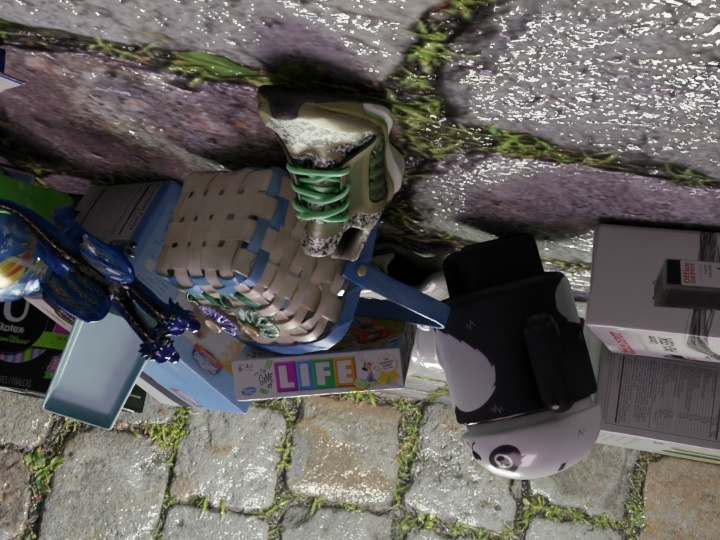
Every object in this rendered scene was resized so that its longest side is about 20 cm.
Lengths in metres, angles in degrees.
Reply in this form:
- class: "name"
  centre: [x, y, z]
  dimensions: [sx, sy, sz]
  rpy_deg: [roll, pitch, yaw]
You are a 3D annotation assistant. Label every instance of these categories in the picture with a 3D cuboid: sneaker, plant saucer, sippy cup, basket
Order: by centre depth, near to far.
- class: "sneaker"
  centre: [-0.016, -0.054, 0.681]
  dimensions: [0.076, 0.089, 0.200]
  rpy_deg: [7, 169, 17]
- class: "basket"
  centre: [-0.049, 0.000, 0.858]
  dimensions: [0.199, 0.140, 0.176]
  rpy_deg: [22, 168, -37]
- class: "sippy cup"
  centre: [-0.328, -0.035, 0.904]
  dimensions: [0.177, 0.140, 0.130]
  rpy_deg: [31, 180, 31]
- class: "plant saucer"
  centre: [-0.231, 0.084, 0.952]
  dimensions: [0.070, 0.019, 0.200]
  rpy_deg: [20, 142, -14]
- class: "sneaker"
  centre: [0.000, 0.000, 1.050]
  dimensions: [0.199, 0.075, 0.081]
  rpy_deg: [8, 153, 10]

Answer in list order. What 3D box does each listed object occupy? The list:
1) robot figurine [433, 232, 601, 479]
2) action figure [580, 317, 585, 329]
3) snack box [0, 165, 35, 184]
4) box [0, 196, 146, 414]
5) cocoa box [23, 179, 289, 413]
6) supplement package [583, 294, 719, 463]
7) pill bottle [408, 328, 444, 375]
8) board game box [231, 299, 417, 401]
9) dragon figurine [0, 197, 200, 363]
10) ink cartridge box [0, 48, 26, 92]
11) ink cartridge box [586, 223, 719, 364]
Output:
- class: "robot figurine"
  centre: [0.128, 0.074, 0.908]
  dimensions: [0.124, 0.201, 0.150]
  rpy_deg: [-16, 175, 25]
- class: "action figure"
  centre: [0.227, 0.067, 1.158]
  dimensions: [0.199, 0.149, 0.134]
  rpy_deg: [28, 152, 11]
- class: "snack box"
  centre: [-0.405, -0.077, 0.983]
  dimensions: [0.199, 0.072, 0.024]
  rpy_deg: [14, 167, -18]
- class: "box"
  centre: [-0.295, 0.034, 1.117]
  dimensions: [0.148, 0.201, 0.124]
  rpy_deg: [7, 168, 15]
- class: "cocoa box"
  centre: [-0.181, 0.027, 1.011]
  dimensions: [0.131, 0.134, 0.200]
  rpy_deg: [0, 145, 41]
- class: "supplement package"
  centre: [0.311, 0.096, 0.997]
  dimensions: [0.199, 0.152, 0.152]
  rpy_deg: [9, 169, 6]
- class: "pill bottle"
  centre: [0.015, 0.063, 1.234]
  dimensions: [0.199, 0.109, 0.109]
  rpy_deg: [5, 169, 30]
- class: "board game box"
  centre: [-0.023, 0.064, 0.926]
  dimensions: [0.134, 0.034, 0.200]
  rpy_deg: [-6, -171, 6]
- class: "dragon figurine"
  centre: [-0.207, -0.001, 0.814]
  dimensions: [0.200, 0.059, 0.099]
  rpy_deg: [39, -177, -36]
- class: "ink cartridge box"
  centre: [-0.292, -0.133, 0.675]
  dimensions: [0.094, 0.037, 0.199]
  rpy_deg: [20, 168, -40]
- class: "ink cartridge box"
  centre: [0.287, 0.027, 0.838]
  dimensions: [0.199, 0.083, 0.147]
  rpy_deg: [5, 169, 23]
